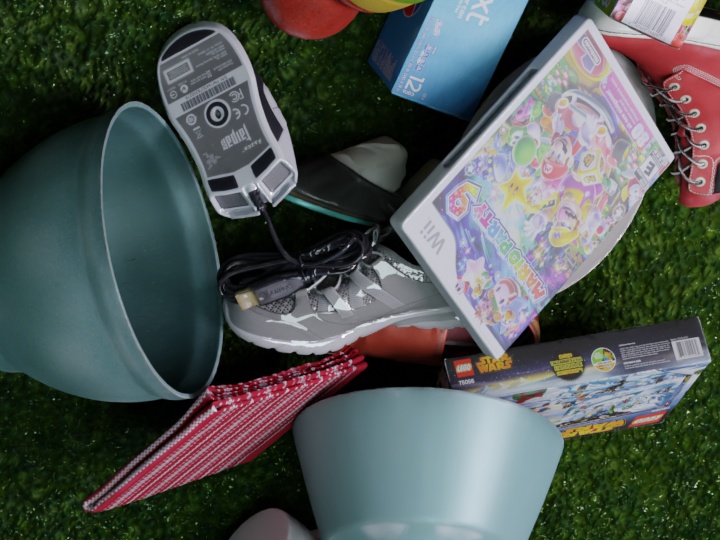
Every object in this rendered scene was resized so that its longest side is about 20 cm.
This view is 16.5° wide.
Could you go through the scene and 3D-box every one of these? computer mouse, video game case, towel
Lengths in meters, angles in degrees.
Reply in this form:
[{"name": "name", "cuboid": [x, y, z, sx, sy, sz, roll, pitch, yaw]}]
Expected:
[{"name": "computer mouse", "cuboid": [-0.075, -0.077, 1.697, 0.109, 0.044, 0.201, -25, 82, 18]}, {"name": "video game case", "cuboid": [0.122, -0.057, 1.708, 0.200, 0.018, 0.143, -47, 127, -14]}, {"name": "towel", "cuboid": [-0.093, 0.111, 1.745, 0.144, 0.023, 0.200, -41, 166, 29]}]

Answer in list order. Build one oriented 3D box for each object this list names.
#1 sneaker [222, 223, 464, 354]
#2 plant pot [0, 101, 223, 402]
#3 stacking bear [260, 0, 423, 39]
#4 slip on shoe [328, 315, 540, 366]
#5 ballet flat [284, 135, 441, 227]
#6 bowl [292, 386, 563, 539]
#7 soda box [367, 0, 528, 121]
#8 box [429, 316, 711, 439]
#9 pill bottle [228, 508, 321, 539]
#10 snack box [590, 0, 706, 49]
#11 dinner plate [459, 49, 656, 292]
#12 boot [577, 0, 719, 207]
[{"name": "sneaker", "cuboid": [0.000, 0.000, 1.731, 0.199, 0.075, 0.082, -10, 129, -6]}, {"name": "plant pot", "cuboid": [-0.191, 0.000, 1.670, 0.133, 0.201, 0.201, -12, 121, 17]}, {"name": "stacking bear", "cuboid": [0.011, -0.221, 1.637, 0.121, 0.114, 0.200, 29, 137, -33]}, {"name": "slip on shoe", "cuboid": [0.042, 0.039, 1.821, 0.199, 0.061, 0.075, 4, 115, -18]}, {"name": "ballet flat", "cuboid": [0.025, -0.056, 1.774, 0.199, 0.068, 0.069, 21, 97, -36]}, {"name": "bowl", "cuboid": [0.045, 0.168, 1.795, 0.199, 0.106, 0.201, 4, 157, 2]}, {"name": "soda box", "cuboid": [0.081, -0.211, 1.712, 0.067, 0.064, 0.201, 18, 109, -24]}, {"name": "box", "cuboid": [0.147, 0.090, 1.846, 0.199, 0.040, 0.137, -9, 158, -14]}, {"name": "pill bottle", "cuboid": [-0.015, 0.266, 1.882, 0.111, 0.111, 0.200, -46, 119, 8]}, {"name": "snack box", "cuboid": [0.207, -0.273, 1.661, 0.067, 0.169, 0.201, 19, 109, -26]}, {"name": "dinner plate", "cuboid": [0.144, -0.066, 1.787, 0.199, 0.024, 0.201, -20, 126, -30]}, {"name": "boot", "cuboid": [0.226, -0.119, 1.778, 0.199, 0.072, 0.145, 8, 106, -34]}]
